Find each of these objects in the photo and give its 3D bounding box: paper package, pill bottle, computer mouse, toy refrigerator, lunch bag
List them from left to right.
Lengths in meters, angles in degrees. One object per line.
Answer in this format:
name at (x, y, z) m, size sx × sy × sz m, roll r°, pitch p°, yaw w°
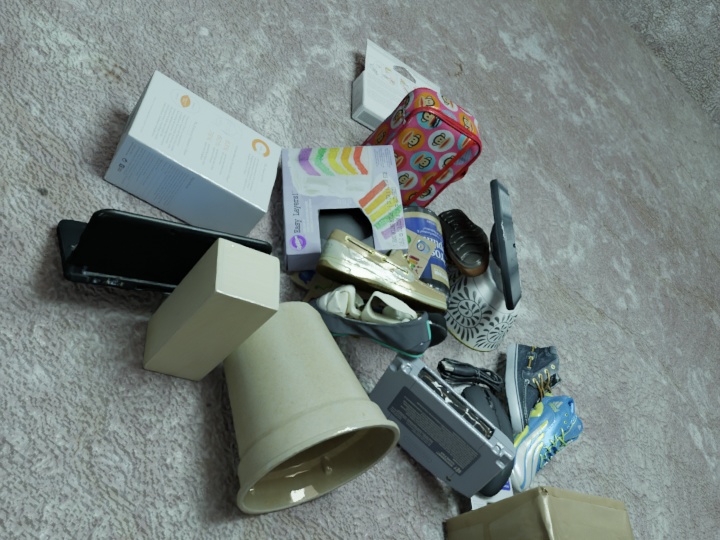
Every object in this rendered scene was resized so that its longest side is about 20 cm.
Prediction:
toy refrigerator at (-0.169, 0.047, 0.783) m, size 0.074 × 0.199 × 0.072 m, roll 18°, pitch 51°, yaw -30°
pill bottle at (0.083, 0.012, 1.100) m, size 0.110 × 0.111 × 0.205 m, roll 18°, pitch 53°, yaw -32°
lunch bag at (0.107, -0.195, 1.193) m, size 0.173 × 0.200 × 0.084 m, roll 23°, pitch 45°, yaw -27°
computer mouse at (0.184, 0.225, 1.042) m, size 0.136 × 0.052 × 0.205 m, roll 19°, pitch 52°, yaw -33°
paper package at (0.240, 0.373, 0.942) m, size 0.187 × 0.199 × 0.106 m, roll 19°, pitch 51°, yaw -31°

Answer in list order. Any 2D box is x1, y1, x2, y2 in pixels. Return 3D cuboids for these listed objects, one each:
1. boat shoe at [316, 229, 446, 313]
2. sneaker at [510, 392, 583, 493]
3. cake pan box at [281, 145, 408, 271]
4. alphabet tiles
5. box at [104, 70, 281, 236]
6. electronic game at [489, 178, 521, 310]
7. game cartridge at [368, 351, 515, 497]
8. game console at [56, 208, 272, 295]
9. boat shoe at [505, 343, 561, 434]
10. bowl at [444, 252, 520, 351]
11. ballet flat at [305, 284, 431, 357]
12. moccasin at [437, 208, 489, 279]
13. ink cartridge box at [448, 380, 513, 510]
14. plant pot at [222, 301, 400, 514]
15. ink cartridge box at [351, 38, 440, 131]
boat shoe at (0.038, 0.002, 0.960) m, size 0.196 × 0.074 × 0.068 m, roll 23°, pitch 73°, yaw -21°
sneaker at (0.295, 0.264, 1.125) m, size 0.077 × 0.103 × 0.202 m, roll 57°, pitch 39°, yaw -23°
cake pan box at (-0.028, -0.093, 1.050) m, size 0.178 × 0.053 × 0.205 m, roll -3°, pitch 60°, yaw -4°
alphabet tiles at (0.000, 0.000, 1.030) m, size 0.164 × 0.008 × 0.202 m, roll 26°, pitch 61°, yaw 10°
box at (-0.218, -0.145, 0.940) m, size 0.197 × 0.097 × 0.127 m, roll 29°, pitch 47°, yaw -24°
electronic game at (0.223, -0.040, 1.103) m, size 0.200 × 0.040 × 0.207 m, roll -7°, pitch 90°, yaw -78°
game cartridge at (0.102, 0.212, 0.958) m, size 0.199 × 0.134 × 0.041 m, roll 41°, pitch 50°, yaw 9°
game console at (-0.225, -0.038, 0.798) m, size 0.196 × 0.119 × 0.176 m, roll 12°, pitch 24°, yaw -34°
boat shoe at (0.283, 0.184, 1.145) m, size 0.202 × 0.088 × 0.073 m, roll -70°, pitch 151°, yaw -58°
bowl at (0.217, 0.026, 1.225) m, size 0.197 × 0.094 × 0.206 m, roll 23°, pitch 49°, yaw -29°
ballet flat at (0.002, 0.056, 0.937) m, size 0.194 × 0.074 × 0.074 m, roll 14°, pitch 44°, yaw 13°
moccasin at (0.164, -0.034, 1.142) m, size 0.202 × 0.071 × 0.080 m, roll -118°, pitch -166°, yaw -67°
ink cartridge box at (0.178, 0.274, 1.070) m, size 0.097 × 0.039 × 0.205 m, roll 19°, pitch 51°, yaw -33°
plant pot at (-0.078, 0.149, 0.825) m, size 0.196 × 0.201 × 0.187 m, roll 1°, pitch 52°, yaw -41°
ink cartridge box at (0.074, -0.324, 1.358) m, size 0.196 × 0.044 × 0.181 m, roll 25°, pitch 50°, yaw -29°
